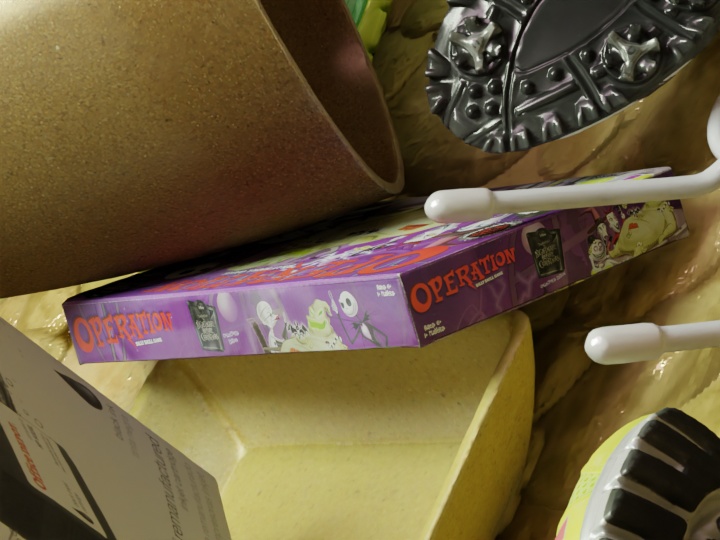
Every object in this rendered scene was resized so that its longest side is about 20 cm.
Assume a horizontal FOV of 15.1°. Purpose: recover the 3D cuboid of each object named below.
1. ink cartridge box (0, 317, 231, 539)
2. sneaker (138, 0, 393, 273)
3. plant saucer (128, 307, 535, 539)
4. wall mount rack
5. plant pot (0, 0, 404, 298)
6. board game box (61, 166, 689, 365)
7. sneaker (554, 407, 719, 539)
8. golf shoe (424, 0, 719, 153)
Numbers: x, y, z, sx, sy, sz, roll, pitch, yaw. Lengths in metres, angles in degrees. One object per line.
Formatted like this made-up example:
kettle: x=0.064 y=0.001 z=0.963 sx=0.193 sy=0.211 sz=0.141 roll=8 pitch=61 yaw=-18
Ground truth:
ink cartridge box: x=-0.128 y=0.074 z=0.801 sx=0.084 sy=0.200 sz=0.145 roll=-42 pitch=30 yaw=14
sneaker: x=-0.042 y=-0.080 z=1.065 sx=0.200 sy=0.083 sz=0.074 roll=-66 pitch=5 yaw=-28
plant saucer: x=-0.033 y=0.112 z=0.881 sx=0.200 sy=0.048 sz=0.200 roll=-6 pitch=52 yaw=51
wall mount rack: x=0.123 y=-0.033 z=0.790 sx=0.174 sy=0.075 sz=0.200 roll=-42 pitch=28 yaw=-2
plant pot: x=-0.114 y=-0.069 z=0.954 sx=0.199 sy=0.187 sz=0.187 roll=-25 pitch=35 yaw=10
board game box: x=0.000 y=0.000 z=0.914 sx=0.120 sy=0.032 sz=0.200 roll=-26 pitch=13 yaw=-35
sneaker: x=0.058 y=0.124 z=0.715 sx=0.090 sy=0.078 sz=0.200 roll=-29 pitch=33 yaw=45
golf shoe: x=0.103 y=-0.107 z=0.916 sx=0.200 sy=0.078 sz=0.095 roll=-44 pitch=-13 yaw=-8
